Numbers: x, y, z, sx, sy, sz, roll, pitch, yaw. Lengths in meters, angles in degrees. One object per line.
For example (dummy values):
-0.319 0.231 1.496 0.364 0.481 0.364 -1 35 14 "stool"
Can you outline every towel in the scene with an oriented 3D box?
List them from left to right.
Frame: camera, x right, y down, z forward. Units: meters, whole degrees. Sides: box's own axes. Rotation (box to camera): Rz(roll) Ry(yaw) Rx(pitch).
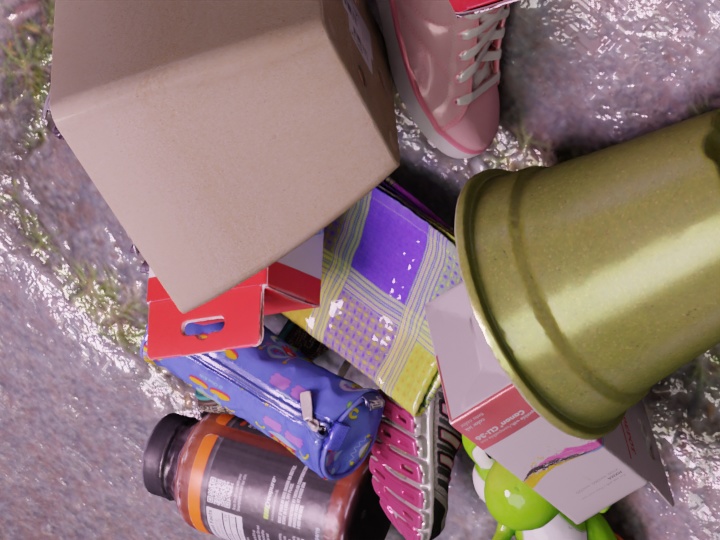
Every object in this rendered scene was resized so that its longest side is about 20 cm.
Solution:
0.000 0.000 1.706 0.200 0.023 0.144 38 117 31 "towel"

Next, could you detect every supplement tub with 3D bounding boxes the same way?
-0.078 0.174 1.888 0.199 0.107 0.107 15 129 23 "supplement tub"

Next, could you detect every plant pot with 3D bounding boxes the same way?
-0.080 -0.127 1.536 0.176 0.201 0.200 -18 133 14 "plant pot"
0.194 -0.014 1.542 0.184 0.201 0.201 -27 105 30 "plant pot"

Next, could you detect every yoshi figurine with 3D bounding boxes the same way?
0.138 0.191 1.735 0.112 0.113 0.200 6 140 45 "yoshi figurine"

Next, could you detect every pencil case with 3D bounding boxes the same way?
-0.075 0.081 1.748 0.199 0.087 0.078 32 95 21 "pencil case"

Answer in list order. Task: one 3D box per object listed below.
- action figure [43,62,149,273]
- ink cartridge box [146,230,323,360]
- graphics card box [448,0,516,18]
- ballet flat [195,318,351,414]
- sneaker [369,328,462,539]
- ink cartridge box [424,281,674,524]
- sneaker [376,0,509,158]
-0.186 -0.104 1.770 0.130 0.069 0.201 19 135 60 "action figure"
-0.090 -0.030 1.691 0.116 0.201 0.067 -9 161 37 "ink cartridge box"
0.137 -0.232 1.395 0.125 0.200 0.051 -14 114 39 "graphics card box"
-0.054 0.075 1.834 0.075 0.068 0.200 39 131 -12 "ballet flat"
0.059 0.118 1.768 0.074 0.087 0.201 30 130 49 "sneaker"
0.136 0.098 1.635 0.067 0.117 0.200 -33 131 21 "ink cartridge box"
0.073 -0.170 1.565 0.104 0.075 0.201 -2 116 39 "sneaker"
